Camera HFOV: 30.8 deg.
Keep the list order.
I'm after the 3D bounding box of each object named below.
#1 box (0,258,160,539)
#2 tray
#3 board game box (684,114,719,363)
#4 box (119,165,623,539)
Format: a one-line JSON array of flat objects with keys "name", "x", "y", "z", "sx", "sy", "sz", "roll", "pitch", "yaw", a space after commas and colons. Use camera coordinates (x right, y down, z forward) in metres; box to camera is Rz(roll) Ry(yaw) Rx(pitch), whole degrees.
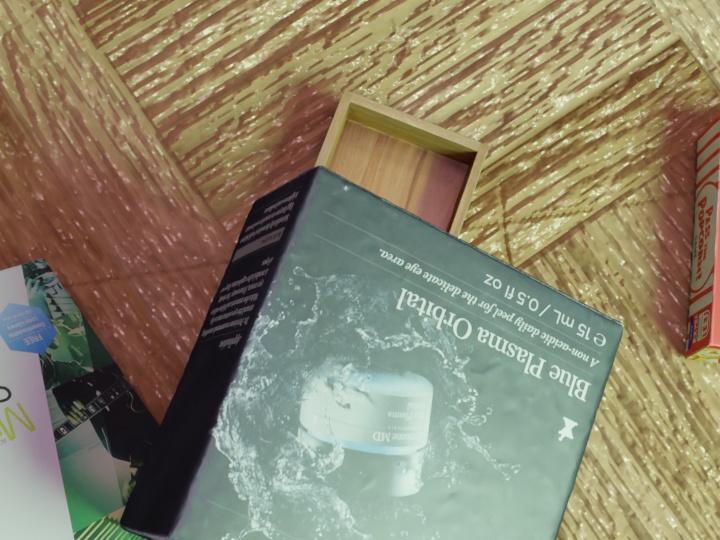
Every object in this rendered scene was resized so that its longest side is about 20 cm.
[{"name": "box", "x": -0.181, "y": 0.095, "z": 0.712, "sx": 0.144, "sy": 0.036, "sz": 0.201, "roll": -23, "pitch": 73, "yaw": -49}, {"name": "tray", "x": 0.000, "y": 0.000, "z": 0.801, "sx": 0.098, "sy": 0.037, "sz": 0.201, "roll": 21, "pitch": 73, "yaw": 0}, {"name": "board game box", "x": 0.312, "y": -0.007, "z": 0.829, "sx": 0.198, "sy": 0.046, "sz": 0.153, "roll": 8, "pitch": 75, "yaw": -4}, {"name": "box", "x": 0.008, "y": 0.083, "z": 0.696, "sx": 0.196, "sy": 0.117, "sz": 0.201, "roll": 26, "pitch": 75, "yaw": -17}]
